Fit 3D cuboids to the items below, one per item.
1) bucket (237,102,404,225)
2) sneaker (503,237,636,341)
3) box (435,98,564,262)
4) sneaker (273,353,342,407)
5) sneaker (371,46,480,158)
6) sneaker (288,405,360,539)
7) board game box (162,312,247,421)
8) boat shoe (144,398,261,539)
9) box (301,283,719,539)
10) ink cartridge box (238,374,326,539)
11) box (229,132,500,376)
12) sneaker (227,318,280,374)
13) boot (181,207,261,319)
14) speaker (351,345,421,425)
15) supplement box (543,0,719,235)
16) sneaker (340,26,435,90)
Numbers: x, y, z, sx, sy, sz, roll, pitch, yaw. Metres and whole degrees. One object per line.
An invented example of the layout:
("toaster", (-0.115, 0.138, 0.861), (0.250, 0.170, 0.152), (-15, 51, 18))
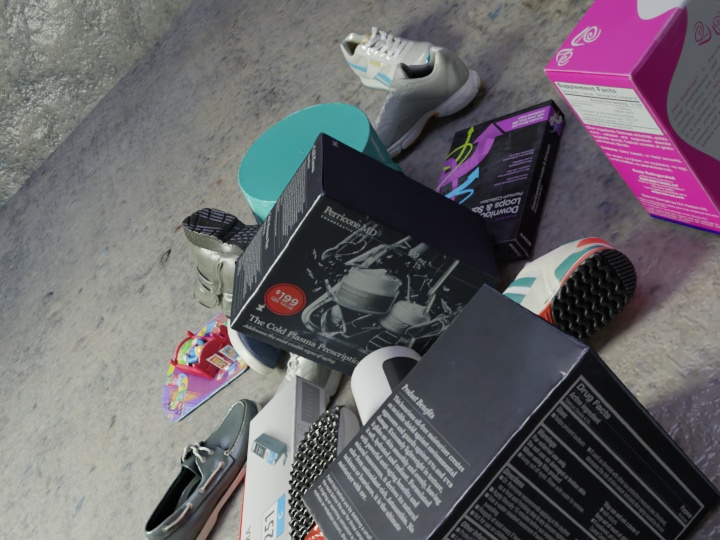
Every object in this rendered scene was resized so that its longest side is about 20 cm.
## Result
("bucket", (-0.045, -0.099, 1.026), (0.205, 0.135, 0.209), (-16, 44, 15))
("sneaker", (0.154, 0.044, 0.750), (0.200, 0.070, 0.094), (-43, 14, 13))
("box", (0.145, -0.092, 0.932), (0.142, 0.036, 0.202), (-13, 48, 43))
("sneaker", (-0.057, 0.083, 0.936), (0.075, 0.092, 0.201), (18, 71, 55))
("sneaker", (0.057, -0.229, 1.113), (0.199, 0.092, 0.076), (-34, 35, 23))
("sneaker", (-0.006, 0.220, 0.704), (0.070, 0.093, 0.202), (-33, 47, 43))
("board game box", (-0.222, 0.110, 1.153), (0.199, 0.039, 0.159), (-37, 34, 18))
("boat shoe", (-0.180, 0.231, 0.956), (0.072, 0.062, 0.201), (-4, 52, 51))
("box", (0.105, 0.155, 0.567), (0.199, 0.200, 0.123), (-48, 32, -1))
("ink cartridge box", (-0.096, 0.234, 0.823), (0.176, 0.044, 0.201), (-48, 27, 31))
("box", (0.000, 0.000, 0.812), (0.183, 0.198, 0.105), (-53, 26, 31))
("sneaker", (-0.117, 0.044, 1.066), (0.084, 0.075, 0.201), (-38, 34, 19))
("boot", (-0.124, 0.011, 0.977), (0.199, 0.132, 0.068), (22, 44, 29))
("speaker", (0.050, 0.159, 0.740), (0.081, 0.081, 0.201), (-40, 32, 12))
("supplement box", (0.260, -0.132, 0.680), (0.102, 0.200, 0.103), (-51, 33, -7))
("sneaker", (0.041, -0.325, 1.260), (0.199, 0.081, 0.077), (16, 66, 54))
